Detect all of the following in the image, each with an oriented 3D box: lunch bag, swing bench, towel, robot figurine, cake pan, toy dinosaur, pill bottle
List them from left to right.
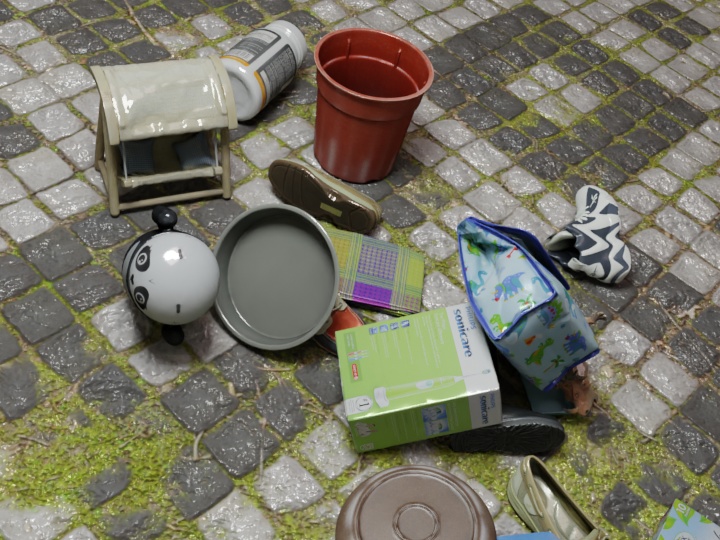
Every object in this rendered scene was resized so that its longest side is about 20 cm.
[{"bbox_3d":[-0.302,-0.211,1.431,0.197,0.201,0.130,-12,51,-24],"label":"swing bench"},{"bbox_3d":[-0.259,0.006,1.255,0.125,0.200,0.151,-44,107,-10],"label":"robot figurine"},{"bbox_3d":[-0.182,-0.363,1.668,0.115,0.117,0.200,26,45,11],"label":"pill bottle"},{"bbox_3d":[-0.116,0.009,1.299,0.199,0.202,0.037,32,10,17],"label":"cake pan"},{"bbox_3d":[0.000,0.000,1.435,0.197,0.023,0.145,13,46,-3],"label":"towel"},{"bbox_3d":[0.215,0.033,1.258,0.127,0.170,0.201,-38,43,8],"label":"lunch bag"},{"bbox_3d":[0.266,0.109,1.340,0.199,0.086,0.136,27,66,27],"label":"toy dinosaur"}]

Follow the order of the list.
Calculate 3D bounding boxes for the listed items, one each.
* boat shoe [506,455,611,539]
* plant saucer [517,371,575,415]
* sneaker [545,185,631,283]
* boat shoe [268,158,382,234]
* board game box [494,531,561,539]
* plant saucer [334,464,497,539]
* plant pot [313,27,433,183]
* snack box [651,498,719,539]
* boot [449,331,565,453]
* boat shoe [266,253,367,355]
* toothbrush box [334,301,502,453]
[{"bbox_3d":[0.263,0.324,1.164,0.072,0.064,0.201,-18,56,-30],"label":"boat shoe"},{"bbox_3d":[0.257,0.132,1.380,0.069,0.019,0.202,0,48,-14],"label":"plant saucer"},{"bbox_3d":[0.363,-0.071,1.555,0.128,0.080,0.201,8,55,-19],"label":"sneaker"},{"bbox_3d":[-0.056,-0.126,1.519,0.199,0.072,0.076,32,33,6],"label":"boat shoe"},{"bbox_3d":[0.176,0.394,1.094,0.197,0.039,0.159,-4,45,-4],"label":"board game box"},{"bbox_3d":[0.067,0.313,1.124,0.197,0.032,0.202,-1,44,1],"label":"plant saucer"},{"bbox_3d":[0.006,-0.269,1.570,0.198,0.197,0.202,7,46,-7],"label":"plant pot"},{"bbox_3d":[0.449,0.394,1.145,0.199,0.053,0.142,32,38,17],"label":"snack box"},{"bbox_3d":[0.190,0.155,1.310,0.162,0.066,0.202,4,43,-8],"label":"boot"},{"bbox_3d":[-0.059,0.050,1.330,0.199,0.063,0.071,40,66,17],"label":"boat shoe"},{"bbox_3d":[0.075,0.141,1.236,0.197,0.087,0.147,-14,48,2],"label":"toothbrush box"}]
